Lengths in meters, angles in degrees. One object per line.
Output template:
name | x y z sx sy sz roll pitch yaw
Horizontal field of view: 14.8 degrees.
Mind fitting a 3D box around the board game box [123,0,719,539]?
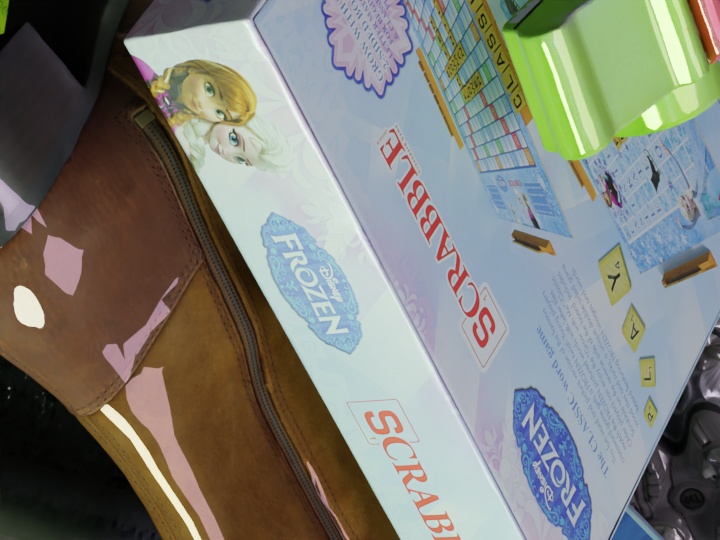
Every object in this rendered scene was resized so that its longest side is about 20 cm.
board game box | 0.038 -0.042 0.754 0.200 0.041 0.200 62 40 -28

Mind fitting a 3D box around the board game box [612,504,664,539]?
board game box | 0.119 0.145 0.967 0.043 0.200 0.199 -42 142 -2

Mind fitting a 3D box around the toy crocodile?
toy crocodile | 0.097 -0.088 0.753 0.200 0.062 0.068 -41 118 -50

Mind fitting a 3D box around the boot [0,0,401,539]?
boot | -0.018 -0.006 0.735 0.200 0.068 0.188 54 42 -21

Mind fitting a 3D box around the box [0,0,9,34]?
box | -0.056 -0.113 0.810 0.200 0.048 0.122 -59 139 -19

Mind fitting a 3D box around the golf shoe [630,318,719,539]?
golf shoe | 0.120 0.014 1.066 0.097 0.078 0.200 -63 147 -57
